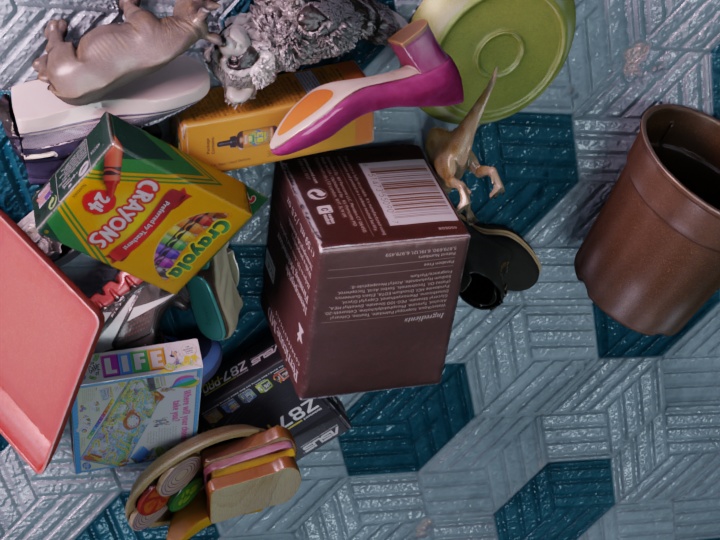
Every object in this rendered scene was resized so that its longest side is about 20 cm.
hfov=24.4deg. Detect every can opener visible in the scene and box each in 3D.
[{"bbox_3d":[-0.264,-0.068,1.644,0.199,0.054,0.067,-38,165,7],"label":"can opener"}]

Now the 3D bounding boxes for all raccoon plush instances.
[{"bbox_3d":[-0.053,-0.206,1.601,0.199,0.097,0.134,21,123,-38],"label":"raccoon plush"}]

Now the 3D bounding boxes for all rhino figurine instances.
[{"bbox_3d":[-0.202,-0.210,1.519,0.198,0.088,0.060,-24,134,-6],"label":"rhino figurine"}]

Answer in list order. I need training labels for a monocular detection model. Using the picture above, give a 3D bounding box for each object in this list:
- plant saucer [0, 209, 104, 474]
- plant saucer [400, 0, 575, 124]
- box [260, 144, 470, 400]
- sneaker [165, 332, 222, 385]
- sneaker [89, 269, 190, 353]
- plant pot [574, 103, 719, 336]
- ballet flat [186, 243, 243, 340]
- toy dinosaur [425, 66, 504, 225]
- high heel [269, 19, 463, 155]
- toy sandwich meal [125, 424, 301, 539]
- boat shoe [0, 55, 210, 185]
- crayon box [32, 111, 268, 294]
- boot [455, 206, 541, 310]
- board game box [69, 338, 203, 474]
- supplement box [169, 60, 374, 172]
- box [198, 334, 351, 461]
[{"bbox_3d":[-0.329,0.060,1.621,0.037,0.199,0.201,-15,139,-49],"label":"plant saucer"},{"bbox_3d":[0.138,-0.228,1.714,0.198,0.031,0.201,-14,132,-16],"label":"plant saucer"},{"bbox_3d":[0.000,0.000,1.736,0.162,0.166,0.202,-6,129,-19],"label":"box"},{"bbox_3d":[-0.241,0.095,1.764,0.198,0.074,0.083,-12,129,-18],"label":"sneaker"},{"bbox_3d":[-0.254,0.062,1.690,0.200,0.071,0.098,-41,98,-7],"label":"sneaker"},{"bbox_3d":[0.350,-0.047,1.871,0.199,0.201,0.199,7,132,-30],"label":"plant pot"},{"bbox_3d":[-0.158,-0.015,1.727,0.069,0.070,0.201,-20,135,-10],"label":"ballet flat"},{"bbox_3d":[0.100,-0.111,1.720,0.058,0.102,0.200,-16,155,-32],"label":"toy dinosaur"},{"bbox_3d":[0.009,-0.149,1.605,0.200,0.067,0.096,-40,119,-14],"label":"high heel"},{"bbox_3d":[-0.159,0.241,1.824,0.204,0.071,0.206,-25,155,-13],"label":"toy sandwich meal"},{"bbox_3d":[-0.238,-0.141,1.579,0.198,0.075,0.093,-10,138,-8],"label":"boat shoe"},{"bbox_3d":[-0.194,-0.055,1.586,0.199,0.051,0.127,26,122,-36],"label":"crayon box"},{"bbox_3d":[0.145,0.010,1.838,0.199,0.139,0.078,21,116,-38],"label":"boot"},{"bbox_3d":[-0.234,0.143,1.723,0.133,0.035,0.201,-7,149,-13],"label":"board game box"},{"bbox_3d":[-0.088,-0.149,1.643,0.198,0.069,0.067,-14,131,-18],"label":"supplement box"},{"bbox_3d":[-0.133,0.173,1.891,0.199,0.049,0.161,-31,137,7],"label":"box"}]
